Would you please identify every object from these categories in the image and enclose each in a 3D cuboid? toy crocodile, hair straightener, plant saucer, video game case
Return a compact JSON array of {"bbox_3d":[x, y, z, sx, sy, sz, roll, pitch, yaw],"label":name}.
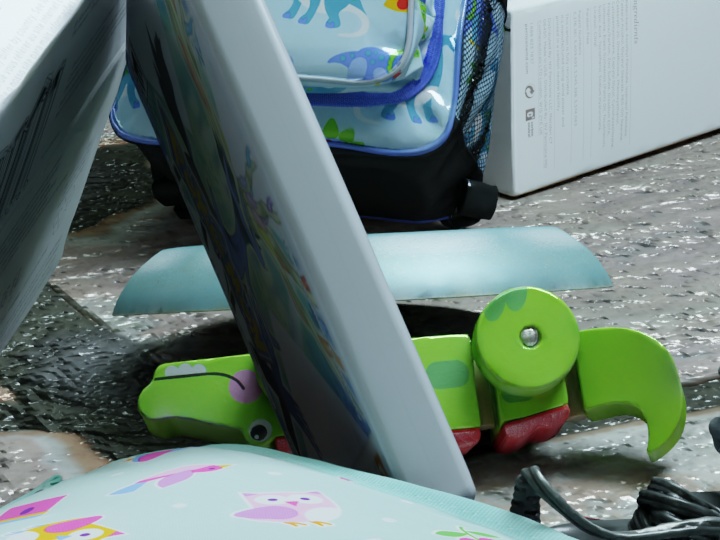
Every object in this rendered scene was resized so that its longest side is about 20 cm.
[{"bbox_3d":[0.019,0.046,0.917,0.199,0.062,0.068,-4,-15,-5],"label":"toy crocodile"},{"bbox_3d":[0.087,0.070,0.705,0.077,0.041,0.200,-21,-18,15],"label":"hair straightener"},{"bbox_3d":[0.000,0.000,1.006,0.199,0.028,0.200,-4,0,0],"label":"plant saucer"},{"bbox_3d":[-0.025,-0.007,0.754,0.022,0.201,0.182,-21,-11,-10],"label":"video game case"}]

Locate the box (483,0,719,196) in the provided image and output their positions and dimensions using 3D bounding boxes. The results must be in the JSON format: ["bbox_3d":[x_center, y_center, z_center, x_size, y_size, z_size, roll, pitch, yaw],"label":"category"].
[{"bbox_3d":[0.102,-0.117,1.342,0.200,0.098,0.124,-18,25,-41],"label":"box"}]

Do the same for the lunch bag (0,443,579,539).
[{"bbox_3d":[-0.049,0.114,0.610,0.200,0.122,0.170,20,28,35],"label":"lunch bag"}]

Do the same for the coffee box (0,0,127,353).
[{"bbox_3d":[-0.194,-0.061,0.807,0.197,0.200,0.200,25,39,1],"label":"coffee box"}]

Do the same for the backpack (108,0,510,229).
[{"bbox_3d":[-0.021,-0.139,1.190,0.182,0.201,0.147,3,-23,13],"label":"backpack"}]

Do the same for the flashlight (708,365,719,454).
[{"bbox_3d":[0.175,0.064,0.699,0.068,0.068,0.200,-6,19,-32],"label":"flashlight"}]
